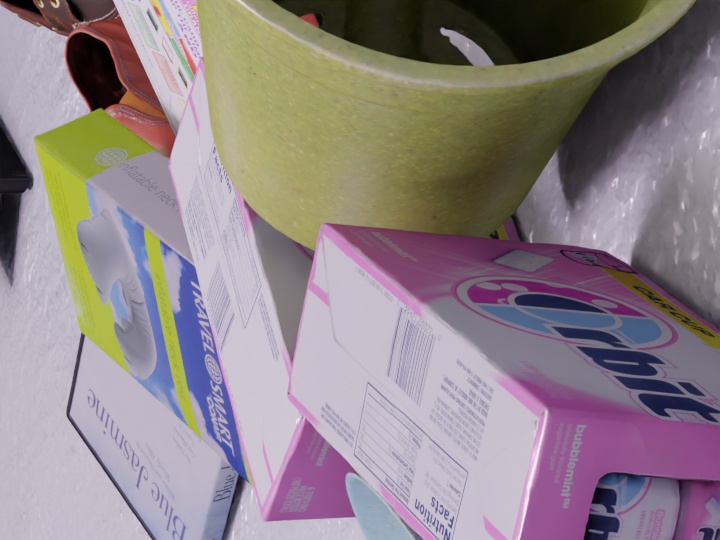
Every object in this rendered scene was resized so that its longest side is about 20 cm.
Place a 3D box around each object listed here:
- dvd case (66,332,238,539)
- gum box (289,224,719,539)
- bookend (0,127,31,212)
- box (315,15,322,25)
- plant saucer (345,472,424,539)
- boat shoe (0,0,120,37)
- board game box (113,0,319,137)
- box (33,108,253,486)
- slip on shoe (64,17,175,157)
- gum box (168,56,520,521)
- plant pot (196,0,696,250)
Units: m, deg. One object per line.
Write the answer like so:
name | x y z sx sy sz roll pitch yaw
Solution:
dvd case | -0.104 0.054 1.380 0.143 0.018 0.200 50 142 33
gum box | 0.066 0.048 0.838 0.200 0.113 0.066 -139 58 -62
bookend | -0.314 -0.017 1.901 0.200 0.092 0.199 -129 42 -57
box | -0.008 -0.206 1.166 0.200 0.040 0.137 141 127 -64
plant saucer | 0.062 0.147 0.902 0.201 0.039 0.201 57 170 15
boat shoe | -0.168 -0.170 1.550 0.200 0.070 0.071 -177 88 -68
board game box | -0.058 -0.092 1.204 0.153 0.040 0.200 66 167 -20
box | -0.081 0.014 1.240 0.200 0.048 0.122 36 144 48
slip on shoe | -0.112 -0.066 1.405 0.200 0.061 0.074 64 145 39
gum box | 0.000 0.000 1.038 0.066 0.113 0.200 113 149 -45
plant pot | 0.017 -0.100 0.926 0.184 0.200 0.201 105 157 -60
